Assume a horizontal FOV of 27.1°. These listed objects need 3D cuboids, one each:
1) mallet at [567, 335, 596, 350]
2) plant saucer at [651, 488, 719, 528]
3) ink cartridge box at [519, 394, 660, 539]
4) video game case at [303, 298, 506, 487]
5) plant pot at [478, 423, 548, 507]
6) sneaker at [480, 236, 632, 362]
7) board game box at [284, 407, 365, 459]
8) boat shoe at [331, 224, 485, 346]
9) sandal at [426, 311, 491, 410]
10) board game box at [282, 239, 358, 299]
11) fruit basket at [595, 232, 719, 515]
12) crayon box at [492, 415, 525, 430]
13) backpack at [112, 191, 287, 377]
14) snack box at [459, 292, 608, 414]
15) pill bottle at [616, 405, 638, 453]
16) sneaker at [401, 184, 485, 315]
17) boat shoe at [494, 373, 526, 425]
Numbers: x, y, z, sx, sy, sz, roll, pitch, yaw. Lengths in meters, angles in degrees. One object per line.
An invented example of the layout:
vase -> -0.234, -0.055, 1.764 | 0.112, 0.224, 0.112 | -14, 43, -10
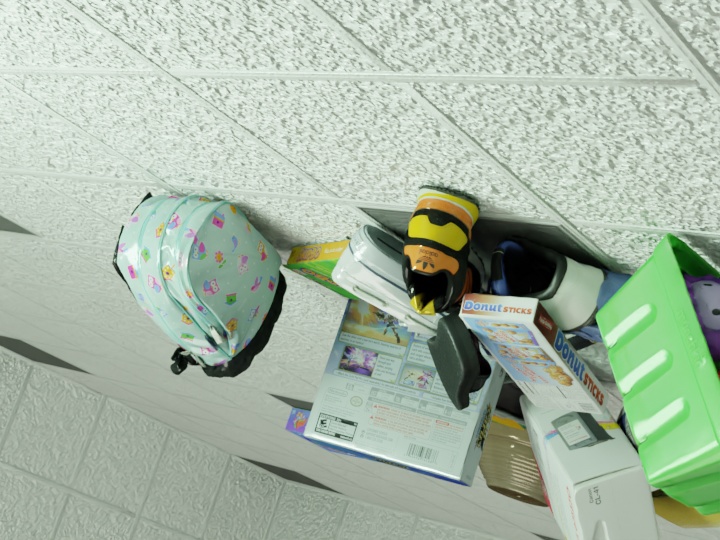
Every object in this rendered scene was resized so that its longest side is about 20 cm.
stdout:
mallet -> 0.205, 0.081, 1.591 | 0.065, 0.042, 0.200 | 17, 163, -6
plant saucer -> 0.422, 0.227, 1.588 | 0.198, 0.049, 0.200 | -18, 174, -14
ink cartridge box -> 0.246, 0.227, 1.600 | 0.085, 0.149, 0.200 | -17, -155, -4
video game case -> 0.056, 0.124, 1.648 | 0.198, 0.183, 0.045 | 12, 167, 28
plant pot -> 0.249, 0.296, 2.252 | 0.199, 0.094, 0.201 | 19, 167, 5
sneaker -> 0.151, 0.019, 1.349 | 0.114, 0.081, 0.199 | 28, 158, -18
board game box -> -0.025, 0.312, 2.797 | 0.199, 0.045, 0.134 | 6, 161, 44
boat shoe -> 0.061, 0.028, 1.466 | 0.199, 0.067, 0.074 | 34, -155, -17
sandal -> 0.099, 0.083, 1.389 | 0.048, 0.076, 0.201 | -21, 170, -7
board game box -> 0.000, 0.000, 1.570 | 0.095, 0.030, 0.199 | 27, 162, -26
fruit basket -> 0.307, 0.068, 1.145 | 0.214, 0.218, 0.155 | 5, 162, 45
crayon box -> 0.132, 0.131, 1.834 | 0.118, 0.059, 0.200 | 13, 165, 27
backpack -> -0.164, 0.001, 1.576 | 0.125, 0.168, 0.200 | -2, 144, 31
snack box -> 0.158, 0.077, 1.340 | 0.071, 0.025, 0.200 | 5, 155, 31
pill bottle -> 0.331, 0.170, 1.595 | 0.110, 0.112, 0.200 | 17, 167, 7
sneaker -> 0.064, 0.007, 1.323 | 0.069, 0.091, 0.201 | 17, 156, 13
boat shoe -> 0.199, 0.147, 1.710 | 0.200, 0.075, 0.065 | 19, -164, -27
